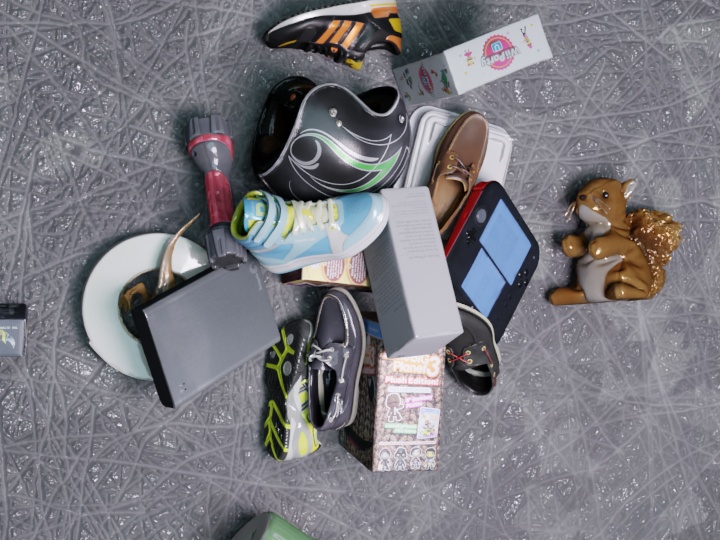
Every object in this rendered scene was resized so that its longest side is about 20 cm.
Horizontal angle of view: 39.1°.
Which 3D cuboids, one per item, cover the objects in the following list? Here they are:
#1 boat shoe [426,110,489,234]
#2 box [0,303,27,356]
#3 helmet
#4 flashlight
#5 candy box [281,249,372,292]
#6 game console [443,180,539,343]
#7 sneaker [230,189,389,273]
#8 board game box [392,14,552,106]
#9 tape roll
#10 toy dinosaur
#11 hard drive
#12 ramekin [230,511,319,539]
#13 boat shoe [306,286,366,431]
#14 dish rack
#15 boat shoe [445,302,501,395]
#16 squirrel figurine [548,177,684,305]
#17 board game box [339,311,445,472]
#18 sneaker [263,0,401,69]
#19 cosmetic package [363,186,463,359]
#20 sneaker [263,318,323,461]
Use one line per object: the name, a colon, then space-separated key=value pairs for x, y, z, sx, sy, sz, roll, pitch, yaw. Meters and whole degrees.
boat shoe: x=0.135 y=-0.132 z=1.432 sx=0.072 sy=0.068 sz=0.200 roll=27 pitch=85 yaw=-17
box: x=-0.511 y=0.073 z=1.240 sx=0.200 sy=0.158 sz=0.051 roll=0 pitch=94 yaw=-18
helmet: x=-0.030 y=-0.168 z=1.361 sx=0.190 sy=0.200 sz=0.200 roll=19 pitch=88 yaw=-27
flashlight: x=-0.189 y=-0.104 z=1.336 sx=0.068 sy=0.068 sz=0.200 roll=4 pitch=66 yaw=-34
candy box: x=0.000 y=0.000 z=1.416 sx=0.200 sy=0.117 sz=0.057 roll=5 pitch=86 yaw=-18
game console: x=0.189 y=-0.013 z=1.462 sx=0.200 sy=0.031 sz=0.177 roll=49 pitch=58 yaw=-42
sneaker: x=-0.073 y=-0.063 z=1.263 sx=0.131 sy=0.200 sz=0.080 roll=36 pitch=39 yaw=-50
board game box: x=0.150 y=-0.284 z=1.399 sx=0.147 sy=0.200 sz=0.064 roll=-24 pitch=101 yaw=-15
tape roll: x=-0.277 y=0.048 z=1.377 sx=0.202 sy=0.037 sz=0.203 roll=-2 pitch=95 yaw=-18
toy dinosaur: x=-0.259 y=0.030 z=1.342 sx=0.106 sy=0.060 sz=0.200 roll=-15 pitch=104 yaw=-45
hard drive: x=-0.199 y=0.073 z=1.343 sx=0.200 sy=0.033 sz=0.140 roll=-32 pitch=116 yaw=-43
ramekin: x=-0.142 y=0.424 z=1.371 sx=0.098 sy=0.200 sz=0.200 roll=42 pitch=82 yaw=-9
boat shoe: x=-0.039 y=0.124 z=1.383 sx=0.063 sy=0.073 sz=0.200 roll=-13 pitch=108 yaw=-51
dish rack: x=0.138 y=-0.131 z=1.491 sx=0.171 sy=0.044 sz=0.200 roll=13 pitch=89 yaw=-17
boat shoe: x=0.154 y=0.113 z=1.454 sx=0.201 sy=0.074 sz=0.063 roll=58 pitch=41 yaw=-49
squirrel figurine: x=0.392 y=-0.047 z=1.550 sx=0.200 sy=0.141 sz=0.187 roll=-1 pitch=84 yaw=-32
board game box: x=0.043 y=0.165 z=1.423 sx=0.097 sy=0.159 sz=0.200 roll=2 pitch=93 yaw=-18
sneaker: x=-0.032 y=-0.319 z=1.406 sx=0.200 sy=0.070 sz=0.090 roll=-17 pitch=96 yaw=-18
cosmetic package: x=0.061 y=0.003 z=1.310 sx=0.071 sy=0.101 sz=0.200 roll=-5 pitch=72 yaw=-22
sneaker: x=-0.088 y=0.167 z=1.438 sx=0.076 sy=0.075 sz=0.200 roll=4 pitch=96 yaw=-39
